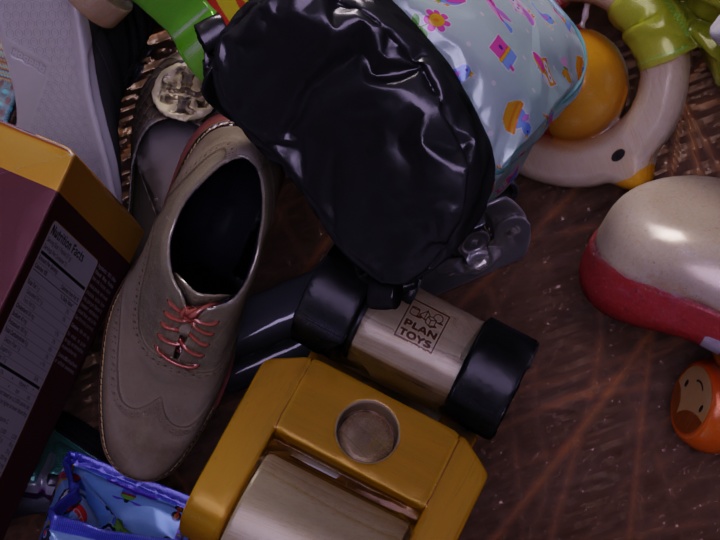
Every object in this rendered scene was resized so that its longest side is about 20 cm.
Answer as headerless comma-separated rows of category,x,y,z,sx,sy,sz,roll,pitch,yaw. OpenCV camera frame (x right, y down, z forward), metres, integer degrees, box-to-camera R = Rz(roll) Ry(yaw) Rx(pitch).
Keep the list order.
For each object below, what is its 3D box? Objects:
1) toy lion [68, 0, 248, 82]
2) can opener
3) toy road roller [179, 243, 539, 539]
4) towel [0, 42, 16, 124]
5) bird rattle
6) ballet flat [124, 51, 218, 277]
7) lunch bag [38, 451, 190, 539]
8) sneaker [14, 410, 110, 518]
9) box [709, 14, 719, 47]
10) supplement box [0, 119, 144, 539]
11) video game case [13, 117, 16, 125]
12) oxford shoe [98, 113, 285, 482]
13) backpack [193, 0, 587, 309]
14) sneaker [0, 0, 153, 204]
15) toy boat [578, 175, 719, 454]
toy lion,-0.084,-0.154,0.961,0.069,0.191,0.201,-37,41,17
can opener,0.000,0.000,0.994,0.199,0.053,0.067,-22,50,1
toy road roller,0.000,0.099,0.911,0.122,0.146,0.201,26,65,6
towel,-0.271,-0.164,1.023,0.198,0.022,0.148,17,76,10
bird rattle,0.114,-0.129,0.972,0.198,0.113,0.164,14,100,9
ballet flat,-0.107,-0.027,0.997,0.067,0.046,0.202,9,84,4
lunch bag,-0.084,0.204,0.929,0.198,0.094,0.152,17,104,-8
sneaker,-0.231,0.116,0.991,0.198,0.075,0.088,14,117,-2
box,0.328,-0.121,0.877,0.199,0.171,0.200,40,87,-30
supplement box,-0.247,0.015,0.880,0.196,0.133,0.201,22,79,13
video game case,-0.263,-0.030,1.020,0.181,0.023,0.202,-8,82,3
oxford shoe,-0.091,0.020,0.887,0.070,0.075,0.202,15,104,-6
backpack,0.029,-0.091,0.876,0.126,0.200,0.168,-33,93,27
sneaker,-0.149,-0.085,0.985,0.070,0.099,0.202,4,111,19
toy boat,0.205,0.040,0.943,0.199,0.131,0.131,28,116,4
